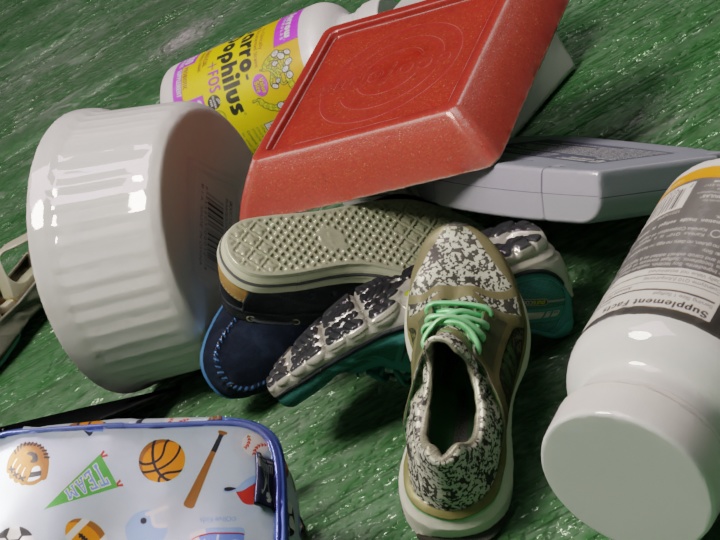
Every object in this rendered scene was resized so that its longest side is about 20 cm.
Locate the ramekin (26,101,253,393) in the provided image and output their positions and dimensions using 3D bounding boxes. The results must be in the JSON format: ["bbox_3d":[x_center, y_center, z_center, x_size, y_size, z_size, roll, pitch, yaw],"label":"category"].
[{"bbox_3d":[-0.137,-0.021,1.593,0.097,0.201,0.201,-11,31,25],"label":"ramekin"}]

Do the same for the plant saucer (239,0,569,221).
[{"bbox_3d":[0.024,-0.121,1.521,0.198,0.037,0.201,-12,34,31],"label":"plant saucer"}]

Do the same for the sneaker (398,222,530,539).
[{"bbox_3d":[0.057,0.048,1.288,0.076,0.089,0.201,-2,56,5],"label":"sneaker"}]

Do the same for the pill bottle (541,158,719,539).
[{"bbox_3d":[0.175,0.042,1.198,0.116,0.117,0.200,-9,34,41],"label":"pill bottle"}]

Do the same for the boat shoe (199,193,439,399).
[{"bbox_3d":[-0.025,0.007,1.532,0.200,0.084,0.069,-45,16,-21],"label":"boat shoe"}]

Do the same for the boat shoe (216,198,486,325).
[{"bbox_3d":[0.000,0.000,1.474,0.198,0.062,0.075,-4,51,-21],"label":"boat shoe"}]

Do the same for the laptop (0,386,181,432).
[{"bbox_3d":[-0.238,0.167,1.582,0.186,0.116,0.202,-14,59,35],"label":"laptop"}]

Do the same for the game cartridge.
[{"bbox_3d":[0.127,-0.059,1.463,0.132,0.042,0.199,-13,13,-30],"label":"game cartridge"}]

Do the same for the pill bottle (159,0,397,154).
[{"bbox_3d":[-0.053,-0.148,1.828,0.199,0.105,0.105,-21,27,24],"label":"pill bottle"}]

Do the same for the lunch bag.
[{"bbox_3d":[-0.124,0.164,1.259,0.198,0.076,0.161,-3,61,5],"label":"lunch bag"}]

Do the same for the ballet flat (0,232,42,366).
[{"bbox_3d":[-0.287,0.024,1.836,0.067,0.064,0.200,0,40,49],"label":"ballet flat"}]

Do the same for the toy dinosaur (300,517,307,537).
[{"bbox_3d":[-0.095,0.144,1.377,0.102,0.077,0.200,-28,27,-7],"label":"toy dinosaur"}]

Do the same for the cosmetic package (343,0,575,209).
[{"bbox_3d":[0.056,-0.130,1.661,0.081,0.113,0.200,-2,37,47],"label":"cosmetic package"}]

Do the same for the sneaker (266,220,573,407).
[{"bbox_3d":[0.036,0.043,1.400,0.199,0.080,0.078,-23,16,12],"label":"sneaker"}]
